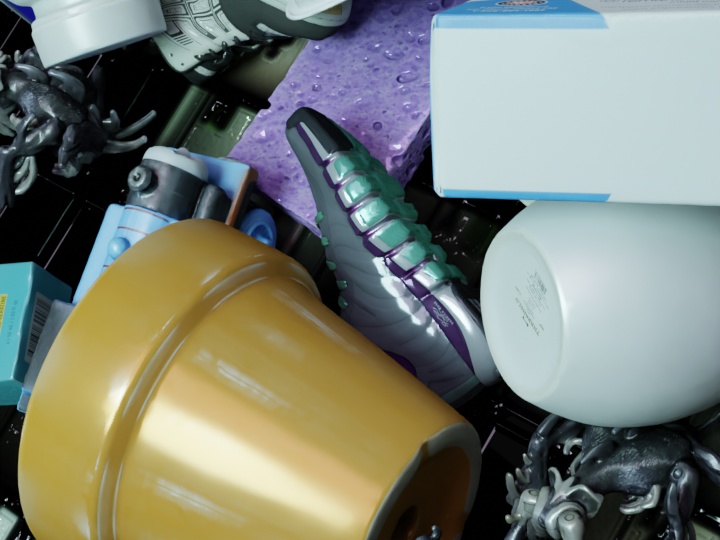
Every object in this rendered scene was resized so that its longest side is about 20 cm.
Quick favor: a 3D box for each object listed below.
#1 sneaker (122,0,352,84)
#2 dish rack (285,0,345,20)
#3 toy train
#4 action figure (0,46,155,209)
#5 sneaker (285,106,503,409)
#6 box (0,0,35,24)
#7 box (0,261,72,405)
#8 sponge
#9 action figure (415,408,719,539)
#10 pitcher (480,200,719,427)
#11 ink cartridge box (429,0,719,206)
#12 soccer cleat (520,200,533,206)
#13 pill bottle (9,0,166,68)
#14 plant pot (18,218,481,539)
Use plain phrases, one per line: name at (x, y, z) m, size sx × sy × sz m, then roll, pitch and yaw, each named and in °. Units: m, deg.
sneaker at (-0.084, -0.162, 1.027) m, size 0.199 × 0.075 × 0.089 m, roll 20°, pitch 106°, yaw 42°
dish rack at (0.034, -0.239, 0.921) m, size 0.170 × 0.044 × 0.201 m, roll -17°, pitch 35°, yaw 36°
toy train at (-0.120, 0.019, 0.933) m, size 0.086 × 0.114 × 0.202 m, roll 15°, pitch 81°, yaw 29°
action figure at (-0.243, -0.102, 1.051) m, size 0.198 × 0.103 × 0.120 m, roll 19°, pitch 41°, yaw -8°
sneaker at (0.000, 0.000, 0.900) m, size 0.087 × 0.074 × 0.201 m, roll -42°, pitch 71°, yaw 14°
box at (-0.195, -0.308, 1.123) m, size 0.199 × 0.105 × 0.185 m, roll -29°, pitch 60°, yaw 12°
box at (-0.292, 0.046, 1.047) m, size 0.198 × 0.049 × 0.083 m, roll -5°, pitch 66°, yaw 23°
sponge at (0.011, -0.118, 0.987) m, size 0.111 × 0.030 × 0.201 m, roll 32°, pitch 84°, yaw 33°
action figure at (0.113, 0.130, 0.791) m, size 0.199 × 0.103 × 0.119 m, roll -33°, pitch 45°, yaw -22°
pitcher at (0.153, -0.009, 0.782) m, size 0.198 × 0.122 × 0.172 m, roll -8°, pitch 45°, yaw -24°
ink cartridge box at (0.130, -0.092, 0.739) m, size 0.145 × 0.200 × 0.087 m, roll 3°, pitch 108°, yaw 20°
soccer cleat at (0.117, -0.056, 0.893) m, size 0.069 × 0.078 × 0.200 m, roll -34°, pitch 73°, yaw -26°
pill bottle at (-0.190, -0.235, 0.982) m, size 0.111 × 0.112 × 0.202 m, roll -14°, pitch 99°, yaw 19°
plant pot at (-0.044, 0.098, 0.822) m, size 0.182 × 0.200 × 0.202 m, roll 24°, pitch 79°, yaw 26°
